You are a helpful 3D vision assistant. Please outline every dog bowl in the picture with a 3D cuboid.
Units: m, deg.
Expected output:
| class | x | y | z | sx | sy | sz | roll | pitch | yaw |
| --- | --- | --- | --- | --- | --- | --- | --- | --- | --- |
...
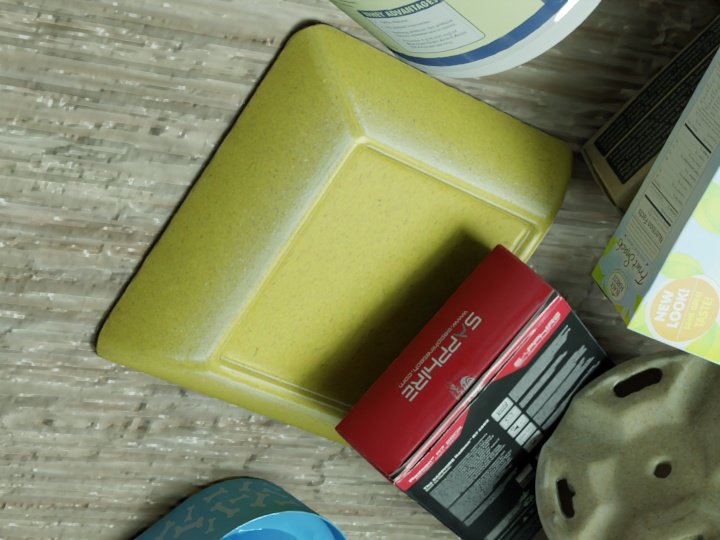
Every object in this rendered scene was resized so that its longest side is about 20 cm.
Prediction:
| class | x | y | z | sx | sy | sz | roll | pitch | yaw |
| --- | --- | --- | --- | --- | --- | --- | --- | --- | --- |
| dog bowl | -0.098 | 0.186 | 1.403 | 0.200 | 0.050 | 0.112 | -37 | 133 | -4 |

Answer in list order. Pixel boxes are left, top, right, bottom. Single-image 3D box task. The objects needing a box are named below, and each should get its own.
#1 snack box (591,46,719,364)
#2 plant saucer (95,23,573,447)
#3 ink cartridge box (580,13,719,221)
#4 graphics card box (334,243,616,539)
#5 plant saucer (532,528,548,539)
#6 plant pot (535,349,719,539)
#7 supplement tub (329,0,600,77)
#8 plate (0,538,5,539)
| class | x | y | z | sx | sy | sz | roll | pitch | yaw |
| --- | --- | --- | --- | --- | --- | --- | --- | --- | --- |
| snack box | 0.235 | -0.040 | 1.314 | 0.168 | 0.068 | 0.200 | 22 | 107 | -22 |
| plant saucer | 0.000 | 0.000 | 1.334 | 0.200 | 0.048 | 0.200 | 22 | 108 | -41 |
| ink cartridge box | 0.240 | -0.045 | 1.394 | 0.165 | 0.075 | 0.200 | -43 | 119 | 10 |
| graphics card box | 0.072 | 0.075 | 1.382 | 0.126 | 0.051 | 0.200 | -49 | 153 | -1 |
| plant saucer | 0.168 | 0.137 | 1.548 | 0.200 | 0.032 | 0.200 | -16 | 128 | -21 |
| plant pot | 0.182 | 0.141 | 1.392 | 0.200 | 0.200 | 0.184 | -40 | 138 | -2 |
| supplement tub | 0.011 | -0.186 | 1.141 | 0.145 | 0.145 | 0.200 | -49 | 133 | 7 |
| plate | -0.289 | 0.173 | 1.284 | 0.199 | 0.032 | 0.200 | 31 | 102 | -43 |
